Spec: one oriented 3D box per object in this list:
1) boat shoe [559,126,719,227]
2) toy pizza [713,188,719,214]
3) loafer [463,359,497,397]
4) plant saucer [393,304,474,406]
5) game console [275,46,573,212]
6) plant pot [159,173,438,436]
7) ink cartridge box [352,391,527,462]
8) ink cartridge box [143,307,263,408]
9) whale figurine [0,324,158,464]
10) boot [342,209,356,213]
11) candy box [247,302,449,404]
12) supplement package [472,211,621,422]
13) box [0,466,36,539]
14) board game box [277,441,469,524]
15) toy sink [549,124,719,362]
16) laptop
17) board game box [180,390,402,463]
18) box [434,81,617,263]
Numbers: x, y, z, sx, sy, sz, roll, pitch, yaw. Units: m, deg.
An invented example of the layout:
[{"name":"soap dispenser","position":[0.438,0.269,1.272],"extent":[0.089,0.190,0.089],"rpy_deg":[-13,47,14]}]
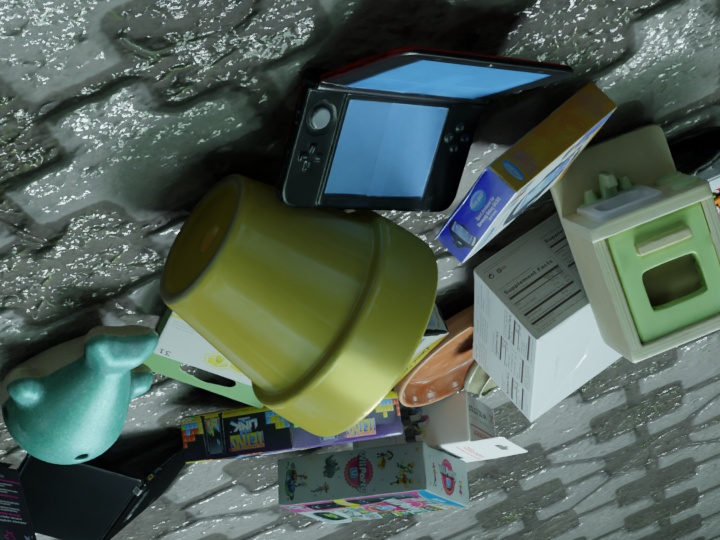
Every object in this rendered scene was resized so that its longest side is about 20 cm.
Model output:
[{"name":"boat shoe","position":[0.300,-0.097,1.618],"extent":[0.199,0.070,0.066],"rpy_deg":[-18,138,-3]},{"name":"toy pizza","position":[0.342,-0.051,1.779],"extent":[0.200,0.032,0.200],"rpy_deg":[-18,155,-9]},{"name":"loafer","position":[0.214,0.096,1.852],"extent":[0.200,0.068,0.076],"rpy_deg":[-33,159,-3]},{"name":"plant saucer","position":[0.124,0.091,1.849],"extent":[0.200,0.032,0.200],"rpy_deg":[-29,159,-12]},{"name":"game console","position":[0.053,-0.113,1.298],"extent":[0.200,0.119,0.173],"rpy_deg":[1,113,-39]},{"name":"plant pot","position":[-0.064,0.016,1.368],"extent":[0.189,0.201,0.201],"rpy_deg":[32,128,-24]},{"name":"ink cartridge box","position":[0.101,0.206,1.983],"extent":[0.199,0.068,0.115],"rpy_deg":[-11,160,20]},{"name":"ink cartridge box","position":[-0.138,0.087,1.564],"extent":[0.145,0.048,0.200],"rpy_deg":[20,140,-11]},{"name":"whale figurine","position":[-0.268,0.122,1.521],"extent":[0.159,0.104,0.200],"rpy_deg":[1,153,-40]},{"name":"boot","position":[0.000,0.000,1.555],"extent":[0.107,0.075,0.200],"rpy_deg":[-36,151,16]},{"name":"candy box","position":[-0.022,0.084,1.712],"extent":[0.200,0.061,0.136],"rpy_deg":[-4,150,-36]},{"name":"supplement package","position":[0.216,0.044,1.711],"extent":[0.156,0.111,0.200],"rpy_deg":[-34,153,-15]},{"name":"box","position":[-0.465,0.277,1.666],"extent":[0.132,0.115,0.200],"rpy_deg":[-31,153,20]},{"name":"board game box","position":[0.017,0.268,1.949],"extent":[0.199,0.064,0.147],"rpy_deg":[-12,159,23]},{"name":"toy sink","position":[0.284,-0.030,1.540],"extent":[0.130,0.200,0.112],"rpy_deg":[-21,-169,-4]},{"name":"laptop","position":[-0.307,0.242,1.852],"extent":[0.200,0.116,0.187],"rpy_deg":[-40,172,-43]},{"name":"board game box","position":[-0.077,0.178,1.773],"extent":[0.165,0.057,0.200],"rpy_deg":[-11,173,38]},{"name":"box","position":[0.148,-0.086,1.438],"extent":[0.200,0.041,0.119],"rpy_deg":[-42,171,-38]}]
